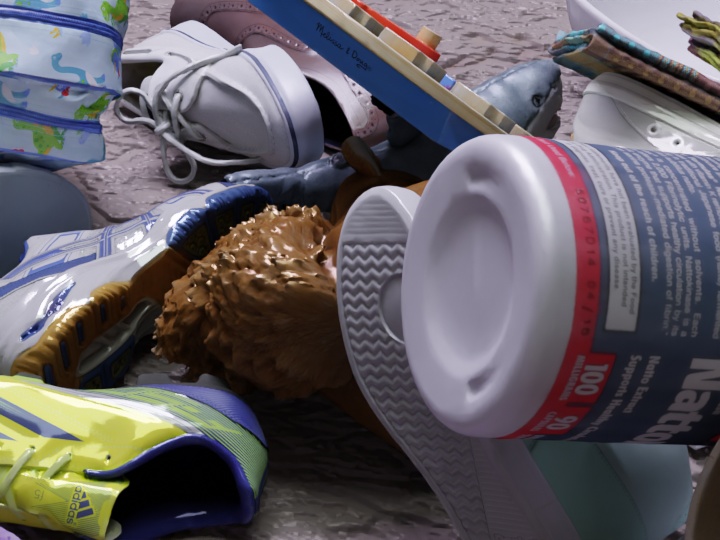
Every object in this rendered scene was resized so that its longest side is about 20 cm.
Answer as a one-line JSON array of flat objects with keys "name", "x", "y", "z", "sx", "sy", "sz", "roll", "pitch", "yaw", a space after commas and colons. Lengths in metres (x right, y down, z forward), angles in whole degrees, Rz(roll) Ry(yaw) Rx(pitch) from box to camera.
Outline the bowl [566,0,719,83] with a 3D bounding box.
[{"name": "bowl", "x": 0.241, "y": -0.129, "z": 1.483, "sx": 0.200, "sy": 0.075, "sz": 0.200, "roll": -12, "pitch": 32, "yaw": -26}]

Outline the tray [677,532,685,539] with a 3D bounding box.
[{"name": "tray", "x": 0.224, "y": 0.092, "z": 1.070, "sx": 0.200, "sy": 0.107, "sz": 0.022, "roll": -16, "pitch": 67, "yaw": -30}]

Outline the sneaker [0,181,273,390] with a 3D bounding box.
[{"name": "sneaker", "x": -0.125, "y": -0.002, "z": 1.224, "sx": 0.088, "sy": 0.075, "sz": 0.200, "roll": 21, "pitch": 33, "yaw": 30}]

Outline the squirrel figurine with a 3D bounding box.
[{"name": "squirrel figurine", "x": 0.000, "y": 0.000, "z": 1.172, "sx": 0.200, "sy": 0.142, "sz": 0.187, "roll": -2, "pitch": 23, "yaw": -13}]

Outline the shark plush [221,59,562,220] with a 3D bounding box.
[{"name": "shark plush", "x": 0.017, "y": -0.067, "z": 1.341, "sx": 0.200, "sy": 0.083, "sz": 0.091, "roll": -5, "pitch": 30, "yaw": -13}]

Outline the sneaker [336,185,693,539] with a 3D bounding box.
[{"name": "sneaker", "x": 0.071, "y": 0.045, "z": 1.071, "sx": 0.118, "sy": 0.200, "sz": 0.074, "roll": -24, "pitch": -3, "yaw": -43}]

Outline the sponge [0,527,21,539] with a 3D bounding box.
[{"name": "sponge", "x": -0.117, "y": 0.171, "z": 0.956, "sx": 0.200, "sy": 0.030, "sz": 0.112, "roll": 24, "pitch": 35, "yaw": 34}]

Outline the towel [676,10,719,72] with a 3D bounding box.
[{"name": "towel", "x": 0.255, "y": -0.073, "z": 1.212, "sx": 0.200, "sy": 0.023, "sz": 0.144, "roll": 24, "pitch": 10, "yaw": -10}]

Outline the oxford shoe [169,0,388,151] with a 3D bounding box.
[{"name": "oxford shoe", "x": -0.051, "y": -0.124, "z": 1.458, "sx": 0.200, "sy": 0.071, "sz": 0.073, "roll": 25, "pitch": 42, "yaw": 35}]

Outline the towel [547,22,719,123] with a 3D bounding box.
[{"name": "towel", "x": 0.172, "y": -0.089, "z": 1.250, "sx": 0.147, "sy": 0.022, "sz": 0.200, "roll": 25, "pitch": 3, "yaw": -2}]

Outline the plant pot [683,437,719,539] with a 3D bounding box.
[{"name": "plant pot", "x": 0.261, "y": 0.110, "z": 0.966, "sx": 0.187, "sy": 0.187, "sz": 0.200, "roll": 26, "pitch": 24, "yaw": 36}]

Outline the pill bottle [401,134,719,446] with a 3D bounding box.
[{"name": "pill bottle", "x": 0.129, "y": 0.012, "z": 0.987, "sx": 0.200, "sy": 0.120, "sz": 0.120, "roll": 4, "pitch": 26, "yaw": -26}]

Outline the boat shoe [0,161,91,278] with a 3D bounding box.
[{"name": "boat shoe", "x": -0.235, "y": -0.029, "z": 1.240, "sx": 0.091, "sy": 0.071, "sz": 0.200, "roll": 21, "pitch": 17, "yaw": 39}]

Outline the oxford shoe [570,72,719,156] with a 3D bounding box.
[{"name": "oxford shoe", "x": 0.180, "y": -0.030, "z": 1.157, "sx": 0.200, "sy": 0.075, "sz": 0.058, "roll": 29, "pitch": 82, "yaw": 30}]

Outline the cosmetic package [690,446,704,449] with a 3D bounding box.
[{"name": "cosmetic package", "x": 0.218, "y": 0.011, "z": 1.218, "sx": 0.200, "sy": 0.081, "sz": 0.113, "roll": -15, "pitch": 31, "yaw": -27}]

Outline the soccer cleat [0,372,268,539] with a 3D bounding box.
[{"name": "soccer cleat", "x": -0.139, "y": 0.088, "z": 1.072, "sx": 0.200, "sy": 0.065, "sz": 0.084, "roll": -3, "pitch": 36, "yaw": -9}]

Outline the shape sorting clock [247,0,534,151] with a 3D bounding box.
[{"name": "shape sorting clock", "x": 0.026, "y": -0.103, "z": 1.220, "sx": 0.200, "sy": 0.039, "sz": 0.200, "roll": 34, "pitch": 8, "yaw": -6}]

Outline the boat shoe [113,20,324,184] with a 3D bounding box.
[{"name": "boat shoe", "x": -0.096, "y": -0.095, "z": 1.391, "sx": 0.086, "sy": 0.075, "sz": 0.202, "roll": -21, "pitch": 27, "yaw": -21}]

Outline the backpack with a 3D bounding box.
[{"name": "backpack", "x": -0.206, "y": -0.111, "z": 1.305, "sx": 0.163, "sy": 0.154, "sz": 0.200, "roll": 16, "pitch": -28, "yaw": -39}]
